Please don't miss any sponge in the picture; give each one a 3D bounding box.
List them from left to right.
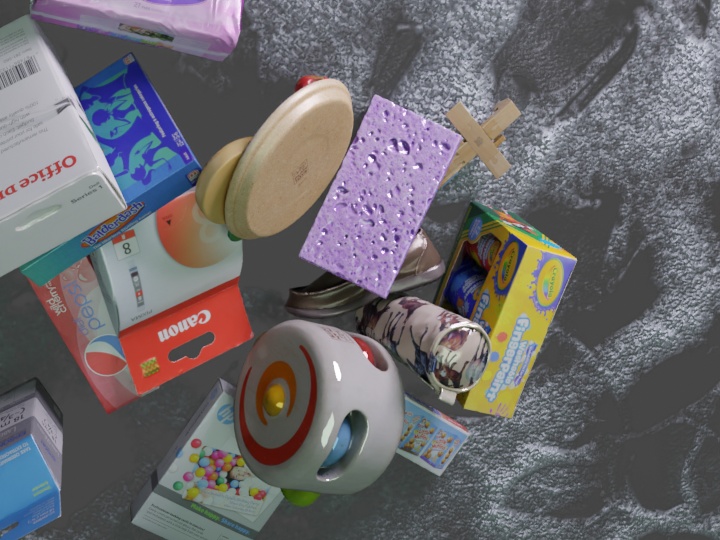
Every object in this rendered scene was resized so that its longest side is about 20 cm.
[{"bbox_3d":[0.022,-0.082,1.079,0.110,0.030,0.203,26,90,4],"label":"sponge"}]

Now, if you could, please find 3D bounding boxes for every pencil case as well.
[{"bbox_3d":[0.065,0.079,1.113,0.077,0.199,0.090,36,84,-29],"label":"pencil case"}]

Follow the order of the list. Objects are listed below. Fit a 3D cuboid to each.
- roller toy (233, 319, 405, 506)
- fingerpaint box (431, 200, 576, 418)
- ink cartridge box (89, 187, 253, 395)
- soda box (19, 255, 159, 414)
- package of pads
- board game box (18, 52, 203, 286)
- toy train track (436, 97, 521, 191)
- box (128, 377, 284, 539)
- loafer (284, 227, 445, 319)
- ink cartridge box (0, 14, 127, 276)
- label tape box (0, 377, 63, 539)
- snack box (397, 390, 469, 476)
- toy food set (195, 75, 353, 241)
[{"bbox_3d":[-0.053,0.151,1.082,0.138,0.204,0.181,17,149,-41],"label":"roller toy"},{"bbox_3d":[0.153,0.042,1.137,0.072,0.167,0.203,14,107,-22],"label":"fingerpaint box"},{"bbox_3d":[-0.197,0.018,1.044,0.161,0.050,0.203,-26,110,-31],"label":"ink cartridge box"},{"bbox_3d":[-0.295,0.053,1.055,0.069,0.063,0.202,-26,116,-6],"label":"soda box"},{"bbox_3d":[-0.211,-0.286,0.928,0.197,0.075,0.123,8,84,-21],"label":"package of pads"},{"bbox_3d":[-0.273,-0.103,0.959,0.198,0.153,0.045,-34,157,-3],"label":"board game box"},{"bbox_3d":[0.102,-0.129,1.133,0.199,0.033,0.115,-42,124,7],"label":"toy train track"},{"bbox_3d":[-0.166,0.254,1.187,0.155,0.041,0.201,33,97,-26],"label":"box"},{"bbox_3d":[0.000,0.000,1.133,0.197,0.073,0.072,-19,103,-13],"label":"loafer"},{"bbox_3d":[-0.326,-0.117,0.901,0.144,0.202,0.085,-28,156,-5],"label":"ink cartridge box"},{"bbox_3d":[-0.391,0.211,1.009,0.143,0.200,0.064,-28,116,-5],"label":"label tape box"},{"bbox_3d":[0.049,0.194,1.241,0.199,0.024,0.072,33,97,-25],"label":"snack box"},{"bbox_3d":[-0.080,-0.115,1.008,0.048,0.198,0.201,37,88,18],"label":"toy food set"}]
